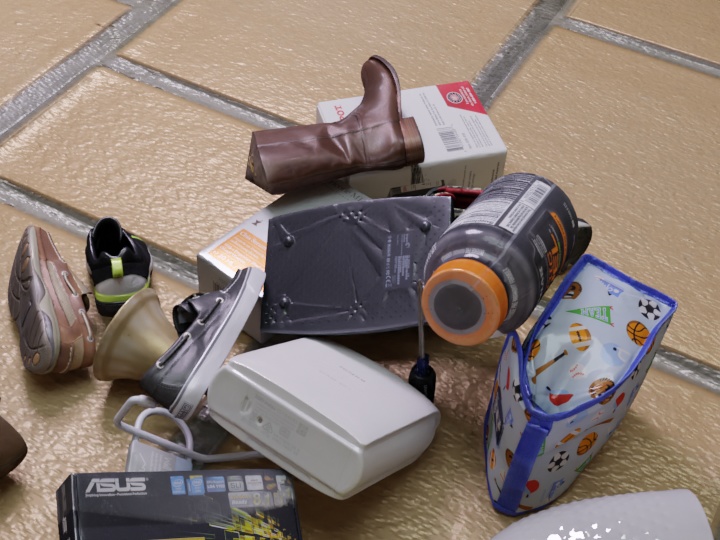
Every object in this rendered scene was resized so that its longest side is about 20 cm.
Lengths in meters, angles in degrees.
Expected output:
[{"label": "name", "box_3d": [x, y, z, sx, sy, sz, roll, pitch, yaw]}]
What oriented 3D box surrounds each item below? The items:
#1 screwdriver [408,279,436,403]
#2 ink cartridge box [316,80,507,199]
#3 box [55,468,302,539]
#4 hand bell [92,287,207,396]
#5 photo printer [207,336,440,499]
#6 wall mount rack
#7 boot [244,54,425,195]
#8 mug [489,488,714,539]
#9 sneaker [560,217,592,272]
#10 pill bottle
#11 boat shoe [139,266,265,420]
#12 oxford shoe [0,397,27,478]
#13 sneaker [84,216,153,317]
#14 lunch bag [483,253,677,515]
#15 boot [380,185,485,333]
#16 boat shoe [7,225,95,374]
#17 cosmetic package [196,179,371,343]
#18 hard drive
[{"label": "screwdriver", "box_3d": [0.062, 0.073, 1.090, 0.029, 0.201, 0.028, 14, 53, 9]}, {"label": "ink cartridge box", "box_3d": [0.057, -0.144, 1.395, 0.198, 0.084, 0.145, -9, 46, -13]}, {"label": "box", "box_3d": [-0.138, 0.245, 0.931, 0.199, 0.049, 0.162, 6, 58, -31]}, {"label": "hand bell", "box_3d": [-0.150, 0.109, 1.129, 0.199, 0.105, 0.104, 28, 49, 12]}, {"label": "photo printer", "box_3d": [-0.024, 0.128, 1.070, 0.166, 0.070, 0.200, 29, 16, 22]}, {"label": "wall mount rack", "box_3d": [-0.146, 0.200, 1.044, 0.173, 0.075, 0.201, 25, 39, -25]}, {"label": "boot", "box_3d": [-0.046, -0.167, 1.318, 0.198, 0.065, 0.187, -14, 46, -9]}, {"label": "mug", "box_3d": [0.194, 0.287, 0.939, 0.174, 0.148, 0.202, -6, 75, 2]}, {"label": "sneaker", "box_3d": [0.164, -0.039, 1.302, 0.198, 0.075, 0.085, -10, 45, -13]}, {"label": "pill bottle", "box_3d": [0.122, -0.007, 1.040, 0.106, 0.107, 0.200, 20, 32, 17]}, {"label": "boat shoe", "box_3d": [-0.150, 0.055, 1.090, 0.066, 0.070, 0.201, 31, 45, -6]}, {"label": "oxford shoe", "box_3d": [-0.392, 0.137, 1.101, 0.199, 0.073, 0.084, 35, 35, 26]}, {"label": "sneaker", "box_3d": [-0.254, -0.023, 1.220, 0.071, 0.083, 0.200, -9, 23, -15]}, {"label": "lunch bag", "box_3d": [0.187, 0.113, 1.079, 0.123, 0.171, 0.200, 28, 51, 17]}, {"label": "boot", "box_3d": [0.050, -0.014, 1.206, 0.202, 0.155, 0.074, 2, 33, -5]}, {"label": "boat shoe", "box_3d": [-0.321, 0.033, 1.207, 0.071, 0.076, 0.201, 10, 40, -33]}, {"label": "cosmetic package", "box_3d": [-0.074, -0.020, 1.269, 0.101, 0.072, 0.200, 32, 50, 26]}, {"label": "hard drive", "box_3d": [0.000, 0.000, 1.139, 0.199, 0.042, 0.136, -6, 69, 22]}]
